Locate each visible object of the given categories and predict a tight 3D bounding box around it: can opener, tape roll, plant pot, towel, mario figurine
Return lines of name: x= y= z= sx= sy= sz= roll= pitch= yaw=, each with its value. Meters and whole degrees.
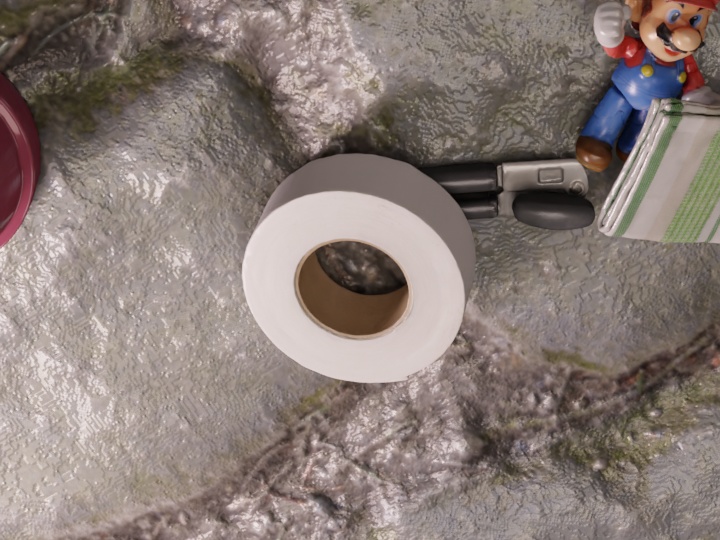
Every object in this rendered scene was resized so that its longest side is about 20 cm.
can opener: x=0.107 y=-0.067 z=1.567 sx=0.199 sy=0.067 sz=0.053 roll=-2 pitch=116 yaw=4
tape roll: x=0.000 y=0.000 z=1.561 sx=0.202 sy=0.071 sz=0.203 roll=6 pitch=123 yaw=9
plant pot: x=-0.379 y=-0.070 z=1.485 sx=0.199 sy=0.179 sz=0.200 roll=0 pitch=115 yaw=-1
towel: x=0.318 y=-0.085 z=1.535 sx=0.200 sy=0.031 sz=0.149 roll=2 pitch=135 yaw=-22
mario figurine: x=0.251 y=-0.168 z=1.493 sx=0.106 sy=0.123 sz=0.200 roll=34 pitch=124 yaw=27
